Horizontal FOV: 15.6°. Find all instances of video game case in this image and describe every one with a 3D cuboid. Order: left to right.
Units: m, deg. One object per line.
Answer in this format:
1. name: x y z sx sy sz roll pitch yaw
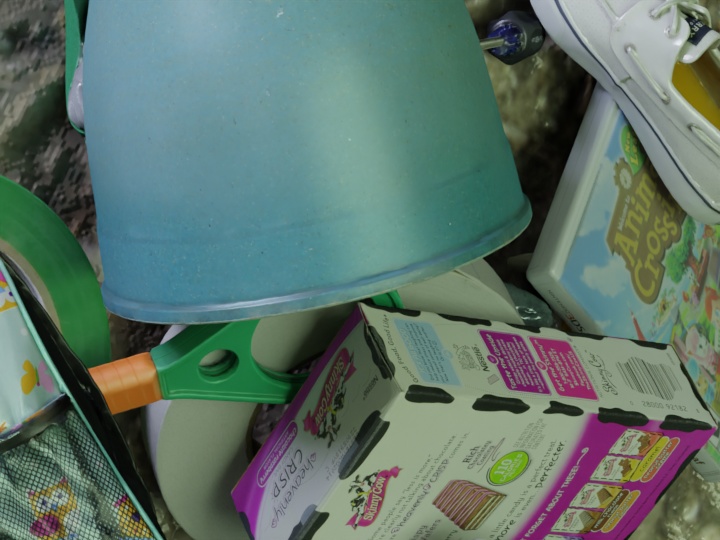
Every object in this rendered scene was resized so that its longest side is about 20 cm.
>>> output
1. video game case: 0.175 -0.017 1.445 0.182 0.022 0.201 47 49 -31

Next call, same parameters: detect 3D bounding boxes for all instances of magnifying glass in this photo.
1. magnifying glass: -0.075 0.042 1.226 0.199 0.022 0.080 -17 134 -10

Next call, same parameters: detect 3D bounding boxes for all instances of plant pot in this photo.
1. plant pot: -0.038 -0.096 1.176 0.199 0.200 0.189 -20 105 -31

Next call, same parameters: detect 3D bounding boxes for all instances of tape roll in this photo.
1. tape roll: -0.212 0.046 1.216 0.199 0.048 0.202 -7 102 -34
2. tape roll: -0.010 0.065 1.308 0.201 0.037 0.204 -11 131 -13

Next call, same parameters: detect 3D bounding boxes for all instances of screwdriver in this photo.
1. screwdriver: 0.064 -0.111 1.323 0.029 0.028 0.200 -57 173 18

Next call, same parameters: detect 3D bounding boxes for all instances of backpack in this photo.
1. backpack: -0.187 0.074 1.103 0.153 0.176 0.201 -23 97 -23

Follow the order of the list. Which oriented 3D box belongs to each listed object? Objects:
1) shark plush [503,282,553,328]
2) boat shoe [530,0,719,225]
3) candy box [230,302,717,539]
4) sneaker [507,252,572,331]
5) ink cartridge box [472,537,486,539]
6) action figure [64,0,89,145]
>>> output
1. shark plush: 0.000 0.000 1.334 0.199 0.083 0.091 27 77 -31
2. boat shoe: 0.160 -0.118 1.388 0.071 0.070 0.201 -37 96 -40
3. candy box: 0.055 0.092 1.280 0.199 0.061 0.137 8 130 -36
4. sneaker: 0.095 0.089 1.426 0.090 0.075 0.202 12 83 -38
5. ink cartridge box: 0.039 0.223 1.302 0.144 0.200 0.084 28 49 -32
6. action figure: -0.101 -0.131 1.262 0.118 0.055 0.202 4 100 -38
